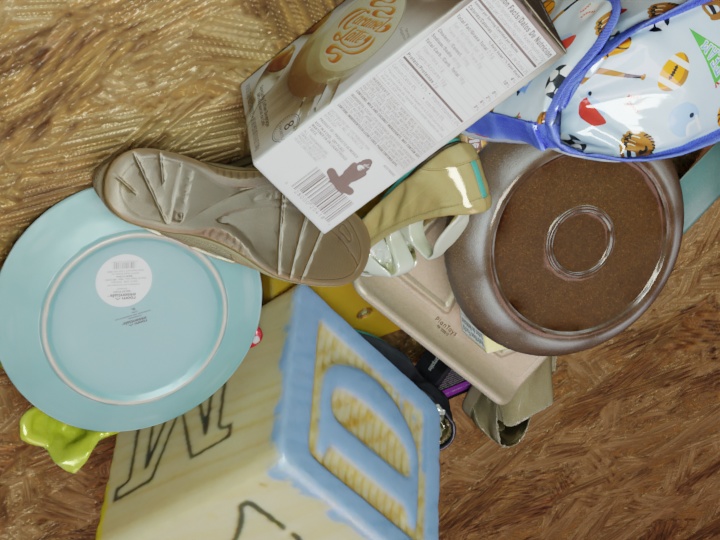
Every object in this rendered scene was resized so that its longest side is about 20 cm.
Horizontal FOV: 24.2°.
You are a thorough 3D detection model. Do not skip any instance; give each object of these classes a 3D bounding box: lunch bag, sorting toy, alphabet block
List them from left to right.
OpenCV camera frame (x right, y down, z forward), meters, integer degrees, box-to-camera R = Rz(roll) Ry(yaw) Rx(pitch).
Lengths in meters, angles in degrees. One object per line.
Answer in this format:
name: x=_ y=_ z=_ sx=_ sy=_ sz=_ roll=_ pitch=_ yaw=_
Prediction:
alphabet block: x=-0.069 y=0.168 z=1.358 sx=0.200 sy=0.197 sz=0.195 roll=-29 pitch=122 yaw=27
sorting toy: x=0.116 y=-0.016 z=1.354 sx=0.185 sy=0.036 sz=0.200 roll=38 pitch=94 yaw=-24
lunch bag: x=0.166 y=-0.139 z=1.144 sx=0.200 sy=0.170 sz=0.124 roll=-24 pitch=110 yaw=-20

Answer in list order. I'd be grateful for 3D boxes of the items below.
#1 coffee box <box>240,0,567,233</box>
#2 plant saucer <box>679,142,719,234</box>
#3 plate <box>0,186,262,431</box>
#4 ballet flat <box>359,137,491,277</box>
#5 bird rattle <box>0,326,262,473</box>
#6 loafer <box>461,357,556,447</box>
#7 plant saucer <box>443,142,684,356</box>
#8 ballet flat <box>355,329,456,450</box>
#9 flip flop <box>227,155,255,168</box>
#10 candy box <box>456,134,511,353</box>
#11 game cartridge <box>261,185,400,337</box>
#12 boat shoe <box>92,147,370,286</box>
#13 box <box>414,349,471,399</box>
coffee box: x=0.024 y=-0.132 z=1.103 sx=0.200 sy=0.114 sz=0.080 roll=-37 pitch=122 yaw=15
plant saucer: x=0.263 y=-0.035 z=1.482 sx=0.200 sy=0.036 sz=0.200 roll=-45 pitch=173 yaw=-7
plate: x=-0.164 y=0.032 z=1.211 sx=0.200 sy=0.026 sz=0.200 roll=-8 pitch=116 yaw=-17
ballet flat: x=0.028 y=-0.028 z=1.243 sx=0.069 sy=0.063 sz=0.200 roll=-24 pitch=171 yaw=-36
bird rattle: x=-0.182 y=0.052 z=1.268 sx=0.200 sy=0.113 sz=0.163 roll=-30 pitch=136 yaw=-2
loafer: x=0.152 y=0.101 z=1.576 sx=0.076 sy=0.067 sz=0.200 roll=-28 pitch=158 yaw=-22
plant saucer: x=0.161 y=-0.025 z=1.266 sx=0.200 sy=0.032 sz=0.200 roll=-6 pitch=109 yaw=-18
ballet flat: x=0.027 y=0.113 z=1.486 sx=0.073 sy=0.073 sz=0.200 roll=-35 pitch=142 yaw=14
flip flop: x=-0.029 y=-0.067 z=1.239 sx=0.200 sy=0.058 sz=0.081 roll=-22 pitch=150 yaw=-8
candy box: x=0.129 y=-0.047 z=1.295 sx=0.115 sy=0.055 sz=0.200 roll=-14 pitch=111 yaw=-15
game cartridge: x=0.000 y=0.000 z=1.412 sx=0.176 sy=0.032 sz=0.200 roll=-19 pitch=148 yaw=-16
boat shoe: x=-0.088 y=-0.041 z=1.171 sx=0.200 sy=0.065 sz=0.071 roll=20 pitch=87 yaw=-22
box: x=0.131 y=0.047 z=1.574 sx=0.143 sy=0.036 sz=0.200 roll=-19 pitch=154 yaw=-40
